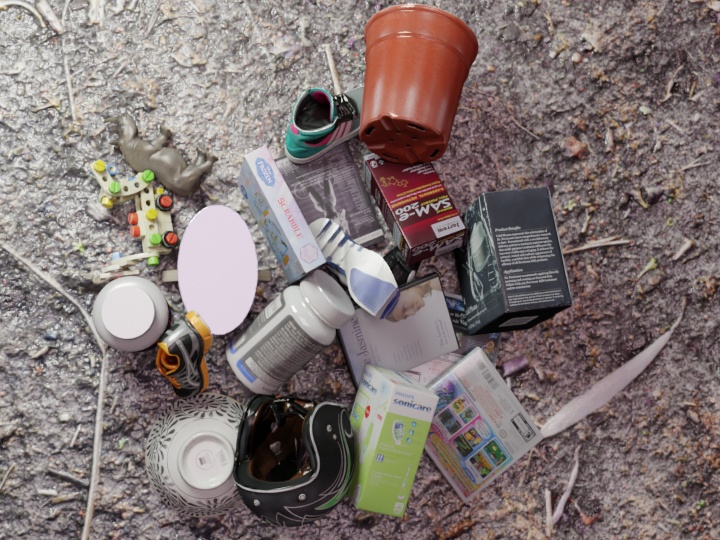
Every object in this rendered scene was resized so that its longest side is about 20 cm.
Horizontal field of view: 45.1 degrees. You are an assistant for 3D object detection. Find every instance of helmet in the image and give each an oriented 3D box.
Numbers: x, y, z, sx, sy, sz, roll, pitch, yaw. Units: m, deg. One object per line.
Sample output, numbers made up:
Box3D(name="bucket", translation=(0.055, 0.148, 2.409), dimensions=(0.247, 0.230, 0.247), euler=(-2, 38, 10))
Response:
Box3D(name="helmet", translation=(-0.101, 0.295, 1.341), dimensions=(0.197, 0.200, 0.193), euler=(8, 80, -10))

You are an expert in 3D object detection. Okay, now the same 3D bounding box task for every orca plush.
Box3D(name="orca plush", translation=(0.069, 0.002, 1.477), dimensions=(0.199, 0.071, 0.106), euler=(-33, 75, -3))

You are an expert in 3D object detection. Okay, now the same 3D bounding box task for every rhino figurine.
Box3D(name="rhino figurine", translation=(-0.341, -0.198, 1.441), dimensions=(0.198, 0.060, 0.088), euler=(30, 91, -3))

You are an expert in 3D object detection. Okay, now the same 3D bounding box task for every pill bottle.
Box3D(name="pill bottle", translation=(-0.111, 0.098, 1.393), dimensions=(0.200, 0.114, 0.114), euler=(-41, 93, 15))
Box3D(name="pill bottle", translation=(-0.351, 0.070, 1.341), dimensions=(0.111, 0.200, 0.114), euler=(1, 85, -10))

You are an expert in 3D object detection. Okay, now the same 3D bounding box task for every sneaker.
Box3D(name="sneaker", translation=(-0.001, 0.000, 1.436), dimensions=(0.081, 0.115, 0.199), euler=(-47, 63, 2))
Box3D(name="sneaker", translation=(-0.284, 0.142, 1.357), dimensions=(0.078, 0.201, 0.077), euler=(41, 53, 22))
Box3D(name="sneaker", translation=(-0.046, -0.273, 1.466), dimensions=(0.199, 0.121, 0.084), euler=(-39, 77, -16))

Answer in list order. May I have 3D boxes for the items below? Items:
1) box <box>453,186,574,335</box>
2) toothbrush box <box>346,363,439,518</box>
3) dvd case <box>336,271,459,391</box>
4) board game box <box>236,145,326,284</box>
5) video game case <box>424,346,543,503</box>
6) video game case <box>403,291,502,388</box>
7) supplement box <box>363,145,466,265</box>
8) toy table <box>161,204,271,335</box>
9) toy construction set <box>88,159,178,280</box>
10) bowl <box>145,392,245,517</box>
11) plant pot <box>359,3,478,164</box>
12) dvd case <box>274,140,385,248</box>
Box3D(name="box", translation=(0.246, -0.011, 1.449), dimensions=(0.122, 0.200, 0.199), euler=(-5, 76, -12))
Box3D(name="toothbrush box", translation=(0.037, 0.271, 1.402), dimensions=(0.085, 0.145, 0.202), euler=(17, 93, -19))
Box3D(name="dvd case", translation=(0.061, 0.103, 1.467), dimensions=(0.198, 0.018, 0.144), euler=(-21, 107, -11))
Box3D(name="board game box", translation=(-0.132, -0.082, 1.399), dimensions=(0.041, 0.200, 0.201), euler=(-28, 91, -13))
Box3D(name="video game case", translation=(0.191, 0.266, 1.499), dimensions=(0.181, 0.024, 0.201), euler=(-37, 98, -5))
Box3D(name="video game case", translation=(0.146, 0.131, 1.522), dimensions=(0.197, 0.023, 0.184), euler=(14, 82, -8))
Box3D(name="supplement box", translation=(0.089, -0.118, 1.475), dimensions=(0.108, 0.061, 0.202), euler=(-20, 63, -12))
Box3D(name="toy table", translation=(-0.231, 0.003, 1.413), dimensions=(0.181, 0.117, 0.203), euler=(11, 83, -10))
Box3D(name="toy construction set", translation=(-0.371, -0.078, 1.407), dimensions=(0.130, 0.092, 0.203), euler=(-3, 93, -36))
Box3D(name="bowl", translation=(-0.247, 0.301, 1.393), dimensions=(0.198, 0.094, 0.204), euler=(1, 85, -10))
Box3D(name="plant pot", translation=(0.084, -0.297, 1.441), dimensions=(0.198, 0.201, 0.198), euler=(15, 69, -9))
Box3D(name="dvd case", translation=(-0.059, -0.120, 1.510), dimensions=(0.147, 0.016, 0.202), euler=(-22, 88, -13))
